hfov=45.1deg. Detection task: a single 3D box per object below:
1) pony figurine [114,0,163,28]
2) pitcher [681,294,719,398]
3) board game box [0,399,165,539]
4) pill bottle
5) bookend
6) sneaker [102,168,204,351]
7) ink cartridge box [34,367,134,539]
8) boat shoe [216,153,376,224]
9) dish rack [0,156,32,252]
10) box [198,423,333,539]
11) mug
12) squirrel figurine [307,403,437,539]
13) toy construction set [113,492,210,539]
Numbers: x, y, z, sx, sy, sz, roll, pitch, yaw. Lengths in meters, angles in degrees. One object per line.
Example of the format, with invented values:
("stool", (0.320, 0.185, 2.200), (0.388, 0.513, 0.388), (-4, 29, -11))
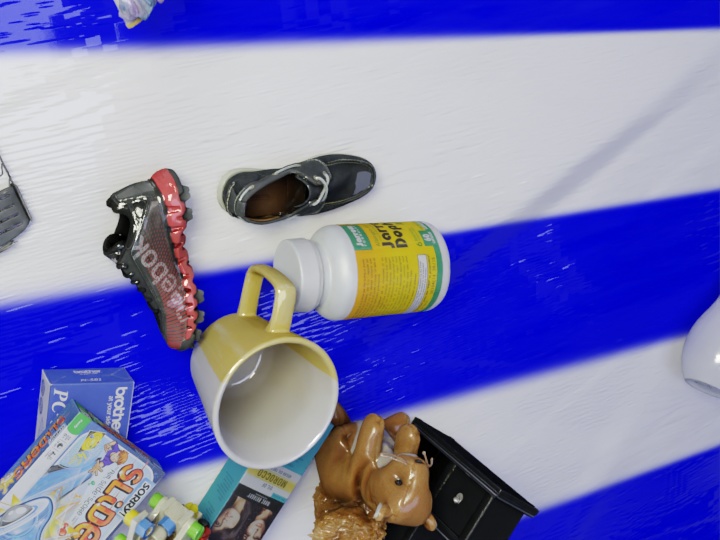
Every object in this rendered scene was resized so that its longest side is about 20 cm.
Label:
("pony figurine", (-0.233, -0.331, 0.780), (0.201, 0.164, 0.194), (57, 44, -29))
("pitcher", (0.627, 0.116, 1.464), (0.171, 0.120, 0.203), (39, 74, -50))
("board game box", (-0.325, 0.256, 0.929), (0.201, 0.034, 0.136), (-50, 127, -8))
("pill bottle", (0.000, 0.000, 1.041), (0.197, 0.112, 0.115), (-4, 109, -29))
("bookend", (0.102, 0.341, 1.170), (0.092, 0.198, 0.202), (33, 90, -36))
("sneaker", (-0.225, -0.003, 0.932), (0.096, 0.071, 0.204), (-15, 112, -26))
("ink cartridge box", (-0.315, 0.211, 0.970), (0.093, 0.044, 0.204), (3, 105, -33))
("boat shoe", (-0.063, -0.091, 1.001), (0.197, 0.067, 0.073), (-12, 112, -28))
("dish rack", (-0.403, -0.089, 0.805), (0.152, 0.054, 0.203), (-27, 119, -19))
("box", (-0.124, 0.255, 1.096), (0.082, 0.049, 0.202), (33, 88, -34))
("mug", (-0.112, 0.106, 0.988), (0.149, 0.153, 0.188), (40, 85, -34))
("squirrel figurine", (0.017, 0.287, 1.108), (0.140, 0.186, 0.203), (24, 95, -34))
("toy construction set", (-0.239, 0.338, 1.003), (0.131, 0.092, 0.201), (-39, 165, -49))
